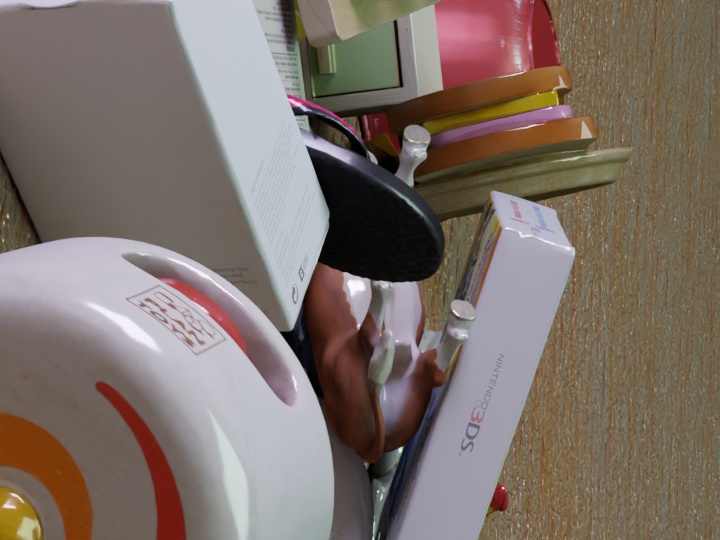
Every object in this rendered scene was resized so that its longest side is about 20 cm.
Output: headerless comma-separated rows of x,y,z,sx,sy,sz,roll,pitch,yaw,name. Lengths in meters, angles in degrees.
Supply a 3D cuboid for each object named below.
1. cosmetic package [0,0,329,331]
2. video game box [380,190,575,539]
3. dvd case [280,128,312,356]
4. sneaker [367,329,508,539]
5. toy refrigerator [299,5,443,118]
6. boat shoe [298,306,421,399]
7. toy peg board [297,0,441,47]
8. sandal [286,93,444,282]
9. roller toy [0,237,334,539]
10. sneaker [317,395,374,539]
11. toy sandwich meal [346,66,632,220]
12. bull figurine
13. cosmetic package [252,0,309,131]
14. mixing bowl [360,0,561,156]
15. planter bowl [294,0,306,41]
-0.096,-0.067,1.342,0.081,0.112,0.201,-72,154,-44,cosmetic package
0.059,0.066,1.599,0.182,0.047,0.201,-103,-149,-82,video game box
-0.057,-0.031,1.658,0.149,0.016,0.201,62,26,-52,dvd case
0.042,0.136,1.753,0.077,0.084,0.201,113,-8,-87,sneaker
-0.003,-0.195,1.808,0.070,0.075,0.201,-5,89,-75,toy refrigerator
-0.007,0.035,1.731,0.060,0.075,0.200,-56,-168,19,boat shoe
0.028,-0.237,1.569,0.200,0.097,0.200,-31,108,-65,toy peg board
-0.042,-0.061,1.425,0.075,0.199,0.045,-49,-166,49,sandal
-0.111,0.082,1.099,0.140,0.181,0.201,-23,107,-73,roller toy
-0.039,0.156,1.567,0.088,0.075,0.201,-30,112,-53,sneaker
0.069,-0.072,1.818,0.205,0.204,0.071,-8,87,-75,toy sandwich meal
0.000,0.000,1.568,0.122,0.065,0.201,118,-36,-45,bull figurine
-0.077,-0.123,1.511,0.103,0.073,0.201,-6,91,-75,cosmetic package
0.072,-0.128,1.999,0.200,0.108,0.202,-6,90,-74,mixing bowl
-0.032,-0.221,1.660,0.200,0.083,0.202,-12,90,-72,planter bowl
